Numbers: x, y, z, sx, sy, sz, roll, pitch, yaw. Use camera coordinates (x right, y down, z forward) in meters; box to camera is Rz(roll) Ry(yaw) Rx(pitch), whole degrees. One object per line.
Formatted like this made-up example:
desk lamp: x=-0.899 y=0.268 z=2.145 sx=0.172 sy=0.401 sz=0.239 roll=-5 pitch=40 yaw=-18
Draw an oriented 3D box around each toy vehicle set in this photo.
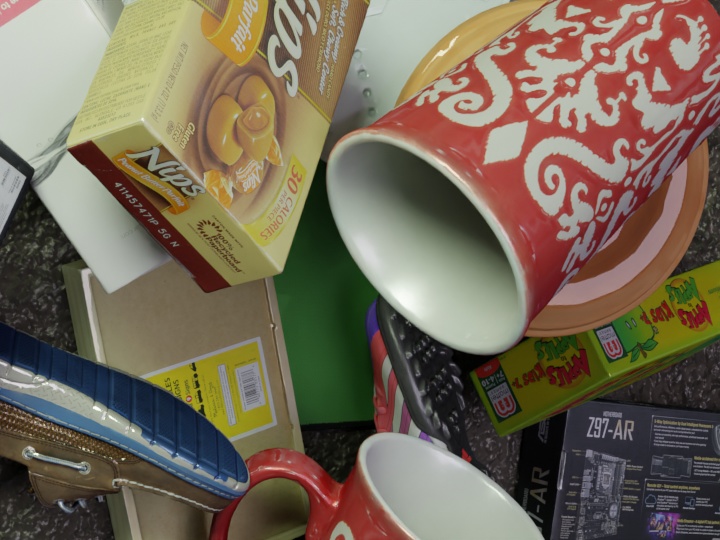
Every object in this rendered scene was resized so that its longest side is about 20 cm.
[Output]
toy vehicle set: x=-0.099 y=0.078 z=1.200 sx=0.124 sy=0.026 sz=0.202 roll=-16 pitch=103 yaw=-30

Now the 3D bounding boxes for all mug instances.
mug: x=-0.010 y=0.202 z=1.198 sx=0.201 sy=0.177 sz=0.133 roll=-57 pitch=159 yaw=20
mug: x=0.087 y=-0.066 z=1.074 sx=0.200 sy=0.177 sz=0.134 roll=-41 pitch=100 yaw=-28

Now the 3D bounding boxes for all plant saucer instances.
plant saucer: x=0.112 y=-0.058 z=1.179 sx=0.198 sy=0.037 sz=0.202 roll=-1 pitch=98 yaw=-10

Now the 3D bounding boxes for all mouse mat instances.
mouse mat: x=0.000 y=0.000 z=1.281 sx=0.160 sy=0.008 sz=0.202 roll=-1 pitch=94 yaw=-36

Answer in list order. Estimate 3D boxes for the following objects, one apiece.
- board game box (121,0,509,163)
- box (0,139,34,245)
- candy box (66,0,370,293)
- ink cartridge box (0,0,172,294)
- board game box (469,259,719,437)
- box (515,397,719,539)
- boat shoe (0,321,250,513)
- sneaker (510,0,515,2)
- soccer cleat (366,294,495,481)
board game box: x=-0.017 y=-0.174 z=1.201 sx=0.199 sy=0.026 sz=0.201 roll=32 pitch=75 yaw=-11
box: x=-0.271 y=0.011 z=0.995 sx=0.201 sy=0.160 sz=0.049 roll=-67 pitch=153 yaw=-10
candy box: x=-0.066 y=-0.103 z=1.017 sx=0.116 sy=0.055 sz=0.201 roll=49 pitch=41 yaw=-35
ink cartridge box: x=-0.156 y=-0.106 z=1.063 sx=0.082 sy=0.147 sz=0.201 roll=-31 pitch=115 yaw=3
board game box: x=0.173 y=0.047 z=1.319 sx=0.199 sy=0.101 sz=0.048 roll=-16 pitch=78 yaw=-48
box: x=0.195 y=0.173 z=1.415 sx=0.199 sy=0.043 sz=0.162 roll=7 pitch=90 yaw=-36
boat shoe: x=-0.159 y=0.092 z=1.125 sx=0.199 sy=0.072 sz=0.073 roll=28 pitch=107 yaw=-11
sneaker: x=0.071 y=-0.192 z=1.277 sx=0.199 sy=0.074 sz=0.088 roll=-32 pitch=107 yaw=-30
soccer cleat: x=0.034 y=0.111 z=1.269 sx=0.201 sy=0.073 sz=0.068 roll=68 pitch=26 yaw=-13
